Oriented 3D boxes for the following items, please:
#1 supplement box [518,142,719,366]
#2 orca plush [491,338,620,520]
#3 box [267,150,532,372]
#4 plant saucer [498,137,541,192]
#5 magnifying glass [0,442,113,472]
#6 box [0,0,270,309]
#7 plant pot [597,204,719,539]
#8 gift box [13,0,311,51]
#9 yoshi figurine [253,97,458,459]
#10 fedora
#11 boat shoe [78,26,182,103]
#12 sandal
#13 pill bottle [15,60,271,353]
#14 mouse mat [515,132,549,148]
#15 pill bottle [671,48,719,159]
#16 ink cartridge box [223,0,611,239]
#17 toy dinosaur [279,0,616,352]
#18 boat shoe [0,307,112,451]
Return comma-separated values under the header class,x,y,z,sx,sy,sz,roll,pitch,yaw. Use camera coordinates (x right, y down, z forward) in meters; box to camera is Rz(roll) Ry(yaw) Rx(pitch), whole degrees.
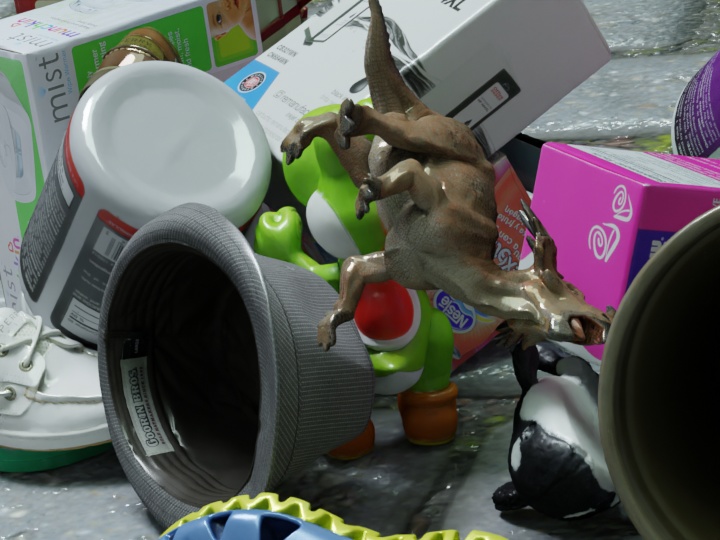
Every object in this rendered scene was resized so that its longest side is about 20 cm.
class,x,y,z,sx,sy,sz,roll,pitch,yaw
supplement box,0.193,-0.003,1.313,0.199,0.102,0.103,3,13,-29
orca plush,0.087,0.087,1.251,0.071,0.105,0.200,-37,21,11
box,0.027,-0.029,1.498,0.102,0.095,0.200,-38,28,-10
plant saucer,0.146,-0.044,1.507,0.199,0.028,0.200,24,3,-2
magnifying glass,-0.127,0.080,1.414,0.199,0.023,0.080,-10,21,-6
box,-0.151,-0.074,1.573,0.176,0.201,0.096,-21,25,-34
plant pot,0.218,0.052,1.156,0.199,0.201,0.174,-3,5,12
gift box,-0.136,-0.177,1.852,0.183,0.201,0.187,6,23,20
yoshi figurine,0.002,-0.007,1.332,0.111,0.201,0.112,13,31,32
fedora,-0.057,0.053,1.267,0.090,0.178,0.200,-3,9,-33
boat shoe,-0.109,-0.055,1.499,0.071,0.201,0.068,6,43,21
sandal,-0.019,0.154,1.106,0.199,0.080,0.087,0,26,24
pill bottle,-0.132,-0.019,1.406,0.115,0.200,0.116,11,55,-16
mouse mat,0.174,-0.051,1.533,0.160,0.008,0.200,22,4,-30
pill bottle,0.255,-0.094,1.471,0.112,0.113,0.200,-13,-11,-14
ink cartridge box,0.025,-0.111,1.439,0.200,0.085,0.146,-39,28,-10
toy dinosaur,0.043,-0.033,1.214,0.135,0.201,0.086,1,-30,-27
boat shoe,-0.197,0.056,1.381,0.199,0.070,0.071,0,21,20
